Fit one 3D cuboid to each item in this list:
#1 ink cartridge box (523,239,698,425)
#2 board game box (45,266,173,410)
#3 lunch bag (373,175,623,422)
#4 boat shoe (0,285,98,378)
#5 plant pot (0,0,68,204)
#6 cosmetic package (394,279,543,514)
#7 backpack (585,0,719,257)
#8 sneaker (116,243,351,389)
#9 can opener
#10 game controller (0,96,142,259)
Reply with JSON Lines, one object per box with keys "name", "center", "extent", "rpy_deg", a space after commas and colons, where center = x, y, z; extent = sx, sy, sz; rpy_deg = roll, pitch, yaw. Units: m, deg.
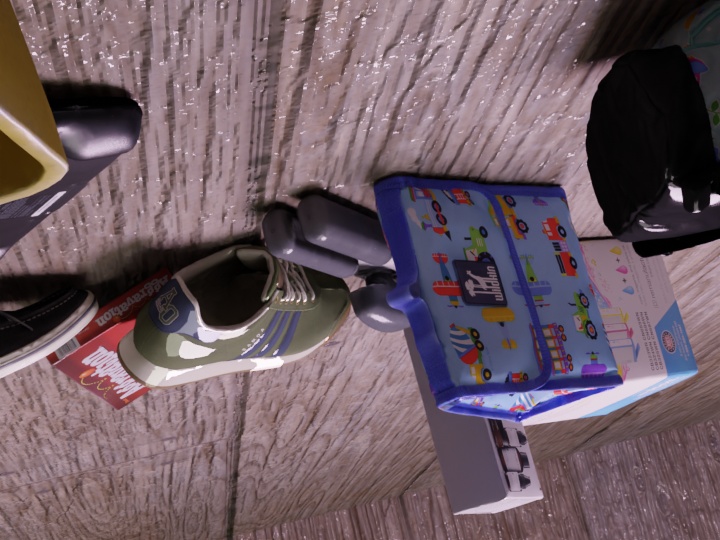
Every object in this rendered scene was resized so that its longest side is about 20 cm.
{"name": "ink cartridge box", "center": [0.160, 0.055, 1.290], "extent": [0.199, 0.129, 0.125], "rpy_deg": [-4, 162, -37]}
{"name": "board game box", "center": [-0.164, 0.055, 1.131], "extent": [0.103, 0.019, 0.200], "rpy_deg": [-32, 166, -4]}
{"name": "lunch bag", "center": [0.075, 0.019, 1.025], "extent": [0.094, 0.151, 0.200], "rpy_deg": [-24, 163, 32]}
{"name": "boat shoe", "center": [-0.258, 0.045, 0.974], "extent": [0.199, 0.063, 0.075], "rpy_deg": [-23, -172, -32]}
{"name": "plant pot", "center": [-0.190, -0.097, 0.270], "extent": [0.199, 0.177, 0.200], "rpy_deg": [-15, 166, 4]}
{"name": "cosmetic package", "center": [0.082, 0.085, 1.181], "extent": [0.050, 0.201, 0.082], "rpy_deg": [-21, 164, 21]}
{"name": "backpack", "center": [0.232, -0.089, 0.825], "extent": [0.199, 0.127, 0.167], "rpy_deg": [-14, 177, -6]}
{"name": "sneaker", "center": [-0.069, 0.020, 1.053], "extent": [0.200, 0.067, 0.090], "rpy_deg": [-16, 151, -43]}
{"name": "can opener", "center": [0.000, 0.000, 1.047], "extent": [0.053, 0.067, 0.200], "rpy_deg": [-20, 165, 20]}
{"name": "game controller", "center": [-0.193, -0.040, 0.786], "extent": [0.104, 0.042, 0.200], "rpy_deg": [-21, 174, -43]}
